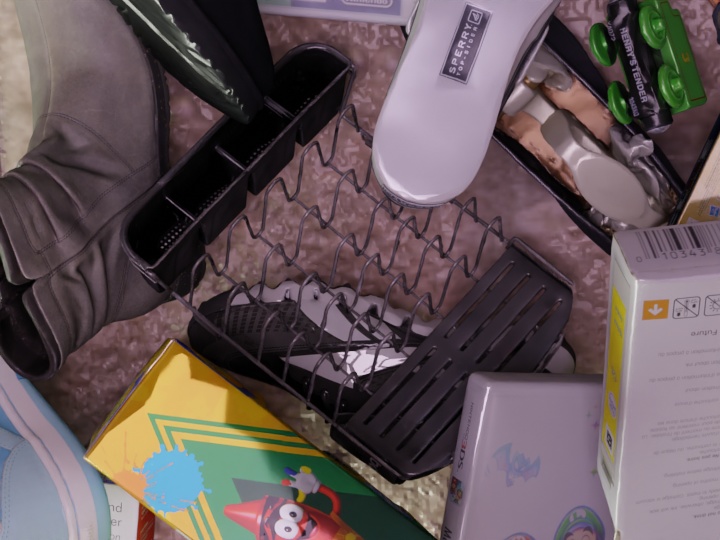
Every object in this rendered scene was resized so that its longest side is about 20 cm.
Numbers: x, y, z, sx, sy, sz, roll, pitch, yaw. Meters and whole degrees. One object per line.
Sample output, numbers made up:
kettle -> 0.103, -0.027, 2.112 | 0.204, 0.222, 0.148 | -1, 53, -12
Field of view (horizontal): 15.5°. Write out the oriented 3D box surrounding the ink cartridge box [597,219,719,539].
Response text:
ink cartridge box -> 0.211, 0.058, 1.232 | 0.197, 0.047, 0.200 | -7, 132, -9

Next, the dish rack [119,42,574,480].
dish rack -> 0.000, 0.000, 1.303 | 0.200, 0.055, 0.153 | 38, 72, 15

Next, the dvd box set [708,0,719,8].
dvd box set -> 0.289, -0.148, 1.295 | 0.200, 0.029, 0.146 | -39, 96, 12

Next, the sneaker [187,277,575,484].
sneaker -> 0.005, 0.061, 1.338 | 0.200, 0.067, 0.091 | 10, 59, 4

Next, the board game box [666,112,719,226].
board game box -> 0.245, -0.070, 1.269 | 0.135, 0.035, 0.200 | 25, 96, 0

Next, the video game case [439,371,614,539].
video game case -> 0.126, 0.141, 1.320 | 0.200, 0.024, 0.182 | 3, 104, -30

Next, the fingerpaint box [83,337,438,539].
fingerpaint box -> -0.047, 0.107, 1.275 | 0.167, 0.200, 0.073 | 38, 86, -2

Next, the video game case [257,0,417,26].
video game case -> -0.041, -0.218, 1.310 | 0.200, 0.023, 0.183 | 7, 102, 19

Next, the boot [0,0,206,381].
boot -> -0.153, -0.056, 1.313 | 0.068, 0.131, 0.200 | -11, 101, 39

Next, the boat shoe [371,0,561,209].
boat shoe -> 0.059, -0.121, 1.259 | 0.072, 0.068, 0.200 | 21, 86, -3

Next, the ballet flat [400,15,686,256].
ballet flat -> 0.095, -0.077, 1.315 | 0.073, 0.073, 0.200 | -43, 92, 13

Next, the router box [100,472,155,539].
router box -> -0.215, 0.184, 1.414 | 0.200, 0.049, 0.180 | 6, 101, 7

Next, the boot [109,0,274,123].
boot -> -0.055, -0.188, 1.253 | 0.168, 0.076, 0.200 | -46, 130, -13

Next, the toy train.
toy train -> 0.123, -0.165, 1.292 | 0.042, 0.056, 0.200 | -16, 91, 32

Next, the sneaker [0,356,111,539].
sneaker -> -0.225, 0.092, 1.318 | 0.130, 0.200, 0.080 | -20, 128, -28

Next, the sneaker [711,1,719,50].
sneaker -> 0.200, -0.091, 1.225 | 0.081, 0.074, 0.200 | 19, 99, 22
